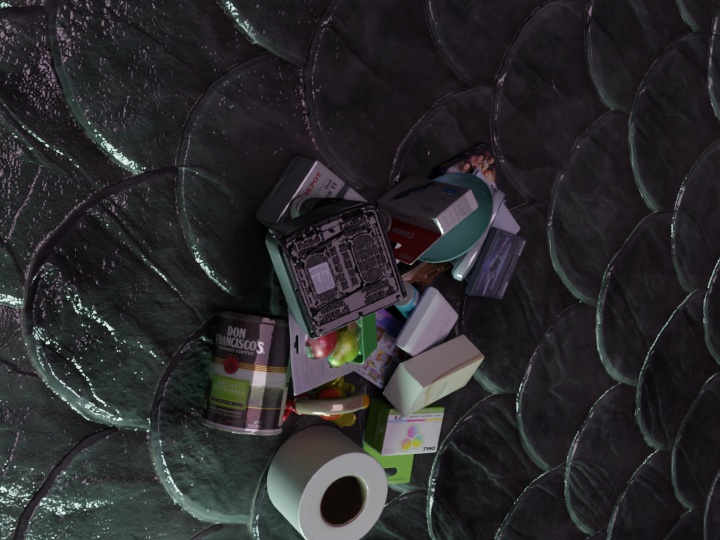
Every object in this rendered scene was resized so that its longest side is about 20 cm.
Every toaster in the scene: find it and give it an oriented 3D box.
[{"bbox_3d":[-0.045,-0.014,1.327,0.181,0.119,0.200,-24,107,-16],"label":"toaster"}]

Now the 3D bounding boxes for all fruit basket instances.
[{"bbox_3d":[-0.059,0.107,1.468,0.200,0.094,0.186,-15,106,-42],"label":"fruit basket"}]

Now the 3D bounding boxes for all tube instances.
[{"bbox_3d":[0.114,0.079,1.667,0.077,0.050,0.200,-52,151,-4],"label":"tube"}]

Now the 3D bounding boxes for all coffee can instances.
[{"bbox_3d":[-0.194,0.175,1.448,0.146,0.146,0.200,10,88,-34],"label":"coffee can"}]

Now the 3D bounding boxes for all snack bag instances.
[{"bbox_3d":[0.241,-0.079,1.697,0.200,0.021,0.189,45,72,-36],"label":"snack bag"}]

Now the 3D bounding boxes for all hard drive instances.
[{"bbox_3d":[0.139,0.118,1.677,0.132,0.025,0.200,-59,155,-5],"label":"hard drive"}]

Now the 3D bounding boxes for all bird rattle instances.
[{"bbox_3d":[-0.078,0.244,1.562,0.200,0.163,0.113,10,80,-43],"label":"bird rattle"}]

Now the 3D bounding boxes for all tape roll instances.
[{"bbox_3d":[-0.066,0.424,1.622,0.202,0.139,0.203,-10,109,-30],"label":"tape roll"}]

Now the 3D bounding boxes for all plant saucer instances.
[{"bbox_3d":[0.169,-0.099,1.595,0.200,0.200,0.027,-56,136,-7],"label":"plant saucer"}]

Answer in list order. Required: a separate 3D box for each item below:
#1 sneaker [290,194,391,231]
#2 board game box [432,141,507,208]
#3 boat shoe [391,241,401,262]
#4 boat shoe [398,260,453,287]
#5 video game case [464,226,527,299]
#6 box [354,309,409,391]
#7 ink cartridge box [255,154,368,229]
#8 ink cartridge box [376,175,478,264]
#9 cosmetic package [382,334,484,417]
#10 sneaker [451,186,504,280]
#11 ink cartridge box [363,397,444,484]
[{"bbox_3d":[-0.020,-0.087,1.438,0.200,0.087,0.074,9,98,-33],"label":"sneaker"},{"bbox_3d":[0.237,-0.149,1.720,0.135,0.035,0.200,-31,118,-22],"label":"board game box"},{"bbox_3d":[0.000,0.000,1.576,0.200,0.074,0.065,-46,161,-18],"label":"boat shoe"},{"bbox_3d":[0.118,0.004,1.664,0.200,0.072,0.068,-31,117,-22],"label":"boat shoe"},{"bbox_3d":[0.283,-0.012,1.704,0.200,0.019,0.143,9,104,-61],"label":"video game case"},{"bbox_3d":[0.016,0.141,1.656,0.200,0.039,0.137,38,81,-34],"label":"box"},{"bbox_3d":[-0.070,-0.096,1.509,0.200,0.083,0.147,36,82,-33],"label":"ink cartridge box"},{"bbox_3d":[0.093,-0.100,1.541,0.176,0.200,0.045,-40,120,-17],"label":"ink cartridge box"},{"bbox_3d":[0.152,0.215,1.696,0.200,0.073,0.104,-20,147,-41],"label":"cosmetic package"},{"bbox_3d":[0.215,-0.077,1.621,0.073,0.071,0.200,76,38,-72],"label":"sneaker"},{"bbox_3d":[0.084,0.374,1.742,0.148,0.076,0.200,4,100,-33],"label":"ink cartridge box"}]
